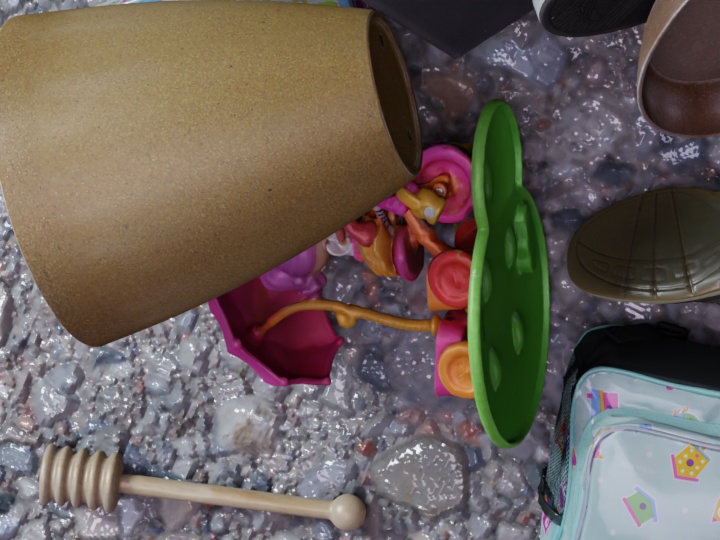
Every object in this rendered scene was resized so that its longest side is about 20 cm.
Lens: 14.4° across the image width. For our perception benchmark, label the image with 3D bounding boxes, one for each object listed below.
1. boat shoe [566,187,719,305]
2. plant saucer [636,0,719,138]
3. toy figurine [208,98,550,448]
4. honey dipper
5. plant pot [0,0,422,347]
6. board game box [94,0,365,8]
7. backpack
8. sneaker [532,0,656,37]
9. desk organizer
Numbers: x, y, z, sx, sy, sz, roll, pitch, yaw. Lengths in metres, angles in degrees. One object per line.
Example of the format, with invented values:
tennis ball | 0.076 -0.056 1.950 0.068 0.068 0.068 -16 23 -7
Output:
boat shoe | 0.217 -0.009 1.614 0.200 0.066 0.072 -11 61 26
plant saucer | 0.228 -0.148 1.526 0.200 0.200 0.035 -40 61 18
toy figurine | 0.000 0.000 1.622 0.183 0.150 0.201 1 113 19
honey dipper | -0.095 0.137 1.731 0.199 0.038 0.038 8 108 4
plant pot | -0.074 -0.073 1.543 0.199 0.186 0.187 -14 104 15
board game box | -0.086 -0.105 1.655 0.199 0.034 0.135 -16 103 14
backpack | 0.186 0.152 1.628 0.175 0.153 0.201 11 115 1
sneaker | 0.167 -0.198 1.562 0.199 0.121 0.084 -8 149 -24
desk organizer | 0.025 -0.187 1.521 0.072 0.200 0.077 -31 67 17
